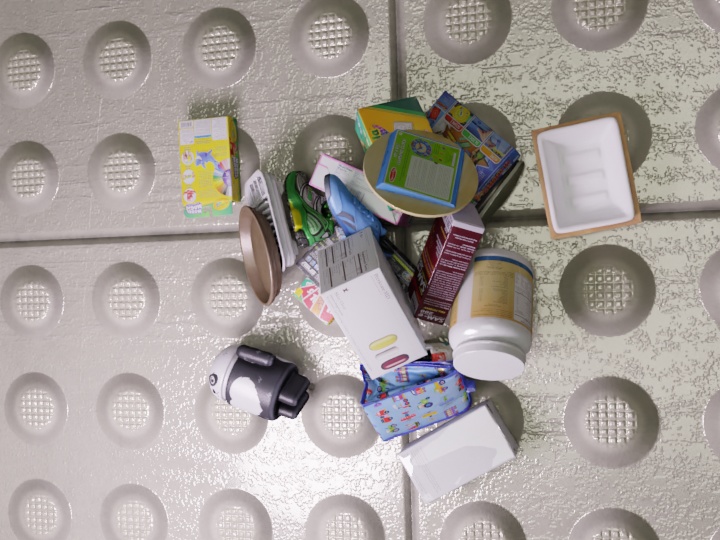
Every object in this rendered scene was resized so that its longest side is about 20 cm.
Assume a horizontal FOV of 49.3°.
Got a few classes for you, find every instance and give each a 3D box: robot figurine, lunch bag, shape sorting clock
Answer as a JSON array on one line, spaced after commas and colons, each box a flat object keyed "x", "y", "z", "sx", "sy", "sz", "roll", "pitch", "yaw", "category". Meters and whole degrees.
[{"x": -0.203, "y": 0.224, "z": 1.554, "sx": 0.200, "sy": 0.125, "sz": 0.151, "roll": 19, "pitch": 93, "yaw": 14, "category": "robot figurine"}, {"x": 0.114, "y": 0.231, "z": 1.447, "sx": 0.199, "sy": 0.151, "sz": 0.094, "roll": -11, "pitch": 50, "yaw": 12, "category": "lunch bag"}, {"x": 0.102, "y": -0.167, "z": 1.337, "sx": 0.200, "sy": 0.200, "sz": 0.039, "roll": 36, "pitch": 144, "yaw": 12, "category": "shape sorting clock"}]

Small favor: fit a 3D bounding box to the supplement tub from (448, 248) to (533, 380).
[{"x": 0.231, "y": 0.078, "z": 1.383, "sx": 0.144, "sy": 0.145, "sz": 0.200, "roll": 0, "pitch": 59, "yaw": 15, "category": "supplement tub"}]

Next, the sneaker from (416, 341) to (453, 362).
[{"x": 0.170, "y": 0.168, "z": 1.465, "sx": 0.199, "sy": 0.093, "sz": 0.071, "roll": -3, "pitch": 91, "yaw": 16, "category": "sneaker"}]

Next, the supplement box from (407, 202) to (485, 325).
[{"x": 0.147, "y": -0.018, "z": 1.386, "sx": 0.061, "sy": 0.109, "sz": 0.200, "roll": 14, "pitch": 116, "yaw": -11, "category": "supplement box"}]

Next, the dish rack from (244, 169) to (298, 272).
[{"x": -0.172, "y": -0.091, "z": 1.535, "sx": 0.043, "sy": 0.172, "sz": 0.201, "roll": -13, "pitch": 88, "yaw": -21, "category": "dish rack"}]

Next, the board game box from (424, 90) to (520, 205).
[{"x": 0.179, "y": -0.224, "z": 1.448, "sx": 0.135, "sy": 0.034, "sz": 0.200, "roll": -48, "pitch": 58, "yaw": 12, "category": "board game box"}]

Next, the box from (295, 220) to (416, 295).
[{"x": 0.000, "y": 0.000, "z": 1.509, "sx": 0.200, "sy": 0.044, "sz": 0.160, "roll": 45, "pitch": 101, "yaw": 4, "category": "box"}]

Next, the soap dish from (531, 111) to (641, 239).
[{"x": 0.402, "y": -0.167, "z": 1.400, "sx": 0.157, "sy": 0.081, "sz": 0.201, "roll": -11, "pitch": 88, "yaw": 15, "category": "soap dish"}]

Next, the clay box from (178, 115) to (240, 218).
[{"x": -0.310, "y": -0.210, "z": 1.614, "sx": 0.115, "sy": 0.048, "sz": 0.201, "roll": -2, "pitch": 92, "yaw": 15, "category": "clay box"}]

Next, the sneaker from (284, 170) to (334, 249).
[{"x": -0.097, "y": -0.121, "z": 1.514, "sx": 0.085, "sy": 0.078, "sz": 0.200, "roll": -14, "pitch": 48, "yaw": -4, "category": "sneaker"}]

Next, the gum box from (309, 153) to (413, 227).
[{"x": 0.007, "y": -0.154, "z": 1.492, "sx": 0.200, "sy": 0.113, "sz": 0.066, "roll": 26, "pitch": 98, "yaw": 13, "category": "gum box"}]

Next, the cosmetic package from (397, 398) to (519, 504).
[{"x": 0.184, "y": 0.339, "z": 1.473, "sx": 0.200, "sy": 0.081, "sz": 0.113, "roll": -30, "pitch": 84, "yaw": 13, "category": "cosmetic package"}]

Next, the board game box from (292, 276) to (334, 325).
[{"x": -0.037, "y": 0.003, "z": 1.555, "sx": 0.096, "sy": 0.030, "sz": 0.200, "roll": 41, "pitch": 99, "yaw": 10, "category": "board game box"}]

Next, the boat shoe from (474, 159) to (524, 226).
[{"x": 0.227, "y": -0.131, "z": 1.454, "sx": 0.061, "sy": 0.072, "sz": 0.201, "roll": 37, "pitch": 94, "yaw": 22, "category": "boat shoe"}]

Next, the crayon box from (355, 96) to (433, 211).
[{"x": 0.077, "y": -0.213, "z": 1.418, "sx": 0.118, "sy": 0.058, "sz": 0.200, "roll": -15, "pitch": 63, "yaw": -13, "category": "crayon box"}]

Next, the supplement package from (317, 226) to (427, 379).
[{"x": 0.019, "y": 0.056, "z": 1.375, "sx": 0.111, "sy": 0.156, "sz": 0.200, "roll": -26, "pitch": 118, "yaw": 8, "category": "supplement package"}]

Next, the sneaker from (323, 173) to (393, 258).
[{"x": -0.001, "y": -0.097, "z": 1.415, "sx": 0.078, "sy": 0.066, "sz": 0.200, "roll": -17, "pitch": 121, "yaw": 18, "category": "sneaker"}]

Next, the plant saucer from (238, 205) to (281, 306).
[{"x": -0.195, "y": -0.030, "z": 1.532, "sx": 0.029, "sy": 0.200, "sz": 0.201, "roll": -14, "pitch": 87, "yaw": -21, "category": "plant saucer"}]
